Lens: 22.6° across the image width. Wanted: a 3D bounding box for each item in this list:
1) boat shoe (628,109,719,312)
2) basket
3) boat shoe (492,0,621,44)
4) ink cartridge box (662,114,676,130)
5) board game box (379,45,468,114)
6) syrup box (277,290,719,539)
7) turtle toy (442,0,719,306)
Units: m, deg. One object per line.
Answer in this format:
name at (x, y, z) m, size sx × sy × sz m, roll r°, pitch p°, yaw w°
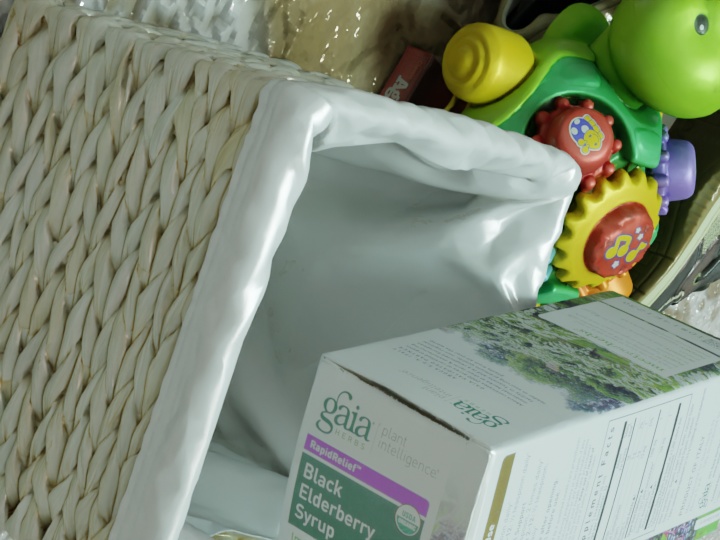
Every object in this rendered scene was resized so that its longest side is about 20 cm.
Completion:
boat shoe at (0.170, -0.018, 0.951) m, size 0.066 × 0.072 × 0.201 m, roll 39°, pitch 87°, yaw -37°
basket at (-0.048, 0.016, 0.701) m, size 0.198 × 0.160 × 0.201 m, roll 7°, pitch 103°, yaw -55°
boat shoe at (0.139, -0.159, 0.934) m, size 0.200 × 0.074 × 0.069 m, roll -50°, pitch 149°, yaw -22°
ink cartridge box at (0.228, -0.120, 1.074) m, size 0.200 × 0.084 × 0.146 m, roll -35°, pitch 135°, yaw -39°
board game box at (0.000, 0.000, 0.887) m, size 0.201 × 0.019 × 0.103 m, roll -60°, pitch 145°, yaw -10°
syrup box at (0.066, 0.068, 0.677) m, size 0.199 × 0.078 × 0.082 m, roll -11°, pitch 120°, yaw -50°
turtle toy at (0.105, -0.057, 0.850) m, size 0.145 × 0.101 × 0.201 m, roll 10°, pitch 116°, yaw -45°
